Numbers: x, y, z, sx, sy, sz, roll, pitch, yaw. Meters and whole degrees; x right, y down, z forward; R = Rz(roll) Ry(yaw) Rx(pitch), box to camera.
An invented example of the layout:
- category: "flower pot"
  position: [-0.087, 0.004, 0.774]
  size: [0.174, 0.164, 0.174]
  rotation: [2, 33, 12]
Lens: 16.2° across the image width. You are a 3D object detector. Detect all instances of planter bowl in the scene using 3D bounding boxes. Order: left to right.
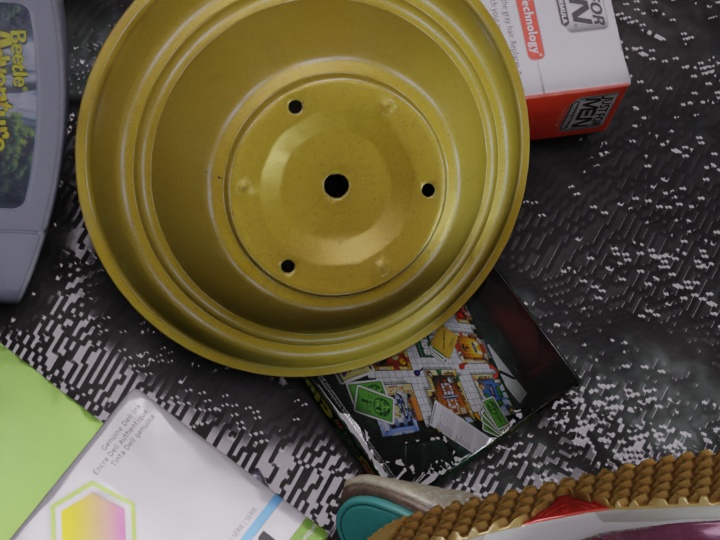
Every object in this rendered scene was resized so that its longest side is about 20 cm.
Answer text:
- category: "planter bowl"
  position: [-0.016, -0.042, 1.057]
  size: [0.200, 0.083, 0.201]
  rotation: [-3, 104, -11]

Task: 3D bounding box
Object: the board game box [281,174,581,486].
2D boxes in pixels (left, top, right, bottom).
- category: "board game box"
  position: [0.000, 0.000, 1.148]
  size: [0.105, 0.023, 0.200]
  rotation: [-32, 77, -14]

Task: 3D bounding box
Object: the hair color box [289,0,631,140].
- category: "hair color box"
  position: [0.012, -0.105, 1.143]
  size: [0.199, 0.061, 0.102]
  rotation: [-8, 72, -8]

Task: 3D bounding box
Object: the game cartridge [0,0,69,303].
- category: "game cartridge"
  position: [-0.192, -0.078, 1.082]
  size: [0.133, 0.201, 0.041]
  rotation: [0, 26, -8]

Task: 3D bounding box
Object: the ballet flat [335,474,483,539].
- category: "ballet flat"
  position: [0.079, 0.145, 1.096]
  size: [0.200, 0.067, 0.062]
  rotation: [37, 44, 3]

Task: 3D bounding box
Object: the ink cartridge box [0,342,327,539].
- category: "ink cartridge box"
  position: [-0.139, 0.112, 1.043]
  size: [0.200, 0.076, 0.148]
  rotation: [37, 69, 3]

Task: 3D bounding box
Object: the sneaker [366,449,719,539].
- category: "sneaker"
  position: [0.102, 0.131, 1.023]
  size: [0.199, 0.075, 0.090]
  rotation: [-10, 99, 13]

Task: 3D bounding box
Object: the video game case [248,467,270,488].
- category: "video game case"
  position: [-0.060, 0.202, 1.075]
  size: [0.143, 0.019, 0.200]
  rotation: [-25, 75, -14]
